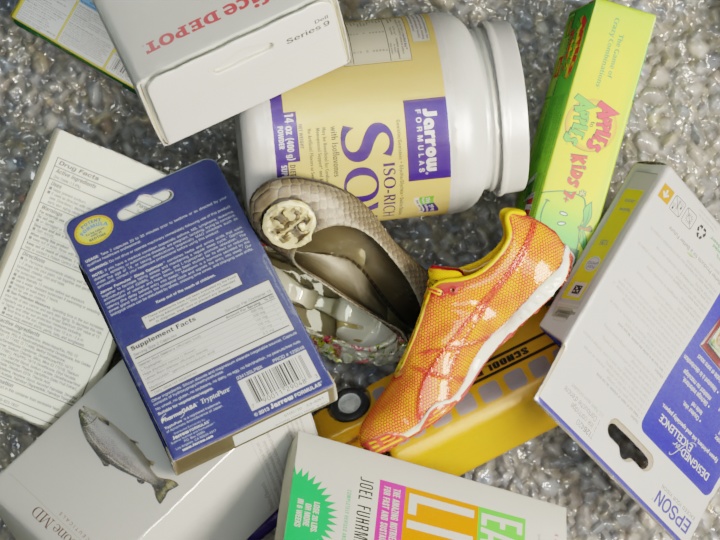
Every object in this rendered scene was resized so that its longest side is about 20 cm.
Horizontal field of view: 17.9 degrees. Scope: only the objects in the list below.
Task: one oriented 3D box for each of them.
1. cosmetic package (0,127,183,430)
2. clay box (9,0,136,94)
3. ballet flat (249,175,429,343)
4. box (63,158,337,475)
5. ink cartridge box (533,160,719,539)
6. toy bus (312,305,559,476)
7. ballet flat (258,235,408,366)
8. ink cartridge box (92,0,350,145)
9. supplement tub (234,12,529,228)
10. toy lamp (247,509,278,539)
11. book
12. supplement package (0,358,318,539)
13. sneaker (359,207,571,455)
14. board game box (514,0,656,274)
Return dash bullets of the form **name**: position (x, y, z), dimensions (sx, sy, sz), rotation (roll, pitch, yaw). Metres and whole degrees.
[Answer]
- **cosmetic package**: position (-0.208, 0.009, 1.633), dimensions (0.103, 0.087, 0.201), rotation (24, 90, -4)
- **clay box**: position (-0.155, -0.239, 1.655), dimensions (0.115, 0.048, 0.201), rotation (30, 87, -4)
- **ballet flat**: position (0.000, 0.000, 1.589), dimensions (0.067, 0.047, 0.200), rotation (-32, 130, 25)
- **box**: position (-0.111, 0.028, 1.556), dimensions (0.121, 0.032, 0.201), rotation (-25, 65, -8)
- **ink cartridge box**: position (0.214, 0.061, 1.630), dimensions (0.198, 0.047, 0.200), rotation (45, 71, -32)
- **toy bus**: position (0.069, 0.100, 1.652), dimensions (0.199, 0.065, 0.078), rotation (-27, 52, -4)
- **ballet flat**: position (-0.033, 0.024, 1.660), dimensions (0.199, 0.064, 0.076), rotation (15, 88, -5)
- **ink cartridge box**: position (-0.113, -0.206, 1.550), dimensions (0.145, 0.088, 0.201), rotation (-26, 59, -4)
- **supplement tub**: position (0.012, -0.107, 1.621), dimensions (0.199, 0.145, 0.146), rotation (-6, 91, -4)
- **toy lamp**: position (-0.139, 0.200, 1.656), dimensions (0.199, 0.058, 0.058), rotation (-28, 93, -4)
- **book**: position (0.040, 0.195, 1.545), dimensions (0.199, 0.048, 0.134), rotation (16, 50, -11)
- **supplement package**: position (-0.139, 0.142, 1.586), dimensions (0.117, 0.117, 0.200), rotation (37, 71, 27)
- **sneaker**: position (0.060, 0.041, 1.582), dimensions (0.077, 0.073, 0.200), rotation (39, 91, -6)
- **board game box**: position (0.156, -0.090, 1.656), dimensions (0.047, 0.102, 0.201), rotation (16, 89, -6)
